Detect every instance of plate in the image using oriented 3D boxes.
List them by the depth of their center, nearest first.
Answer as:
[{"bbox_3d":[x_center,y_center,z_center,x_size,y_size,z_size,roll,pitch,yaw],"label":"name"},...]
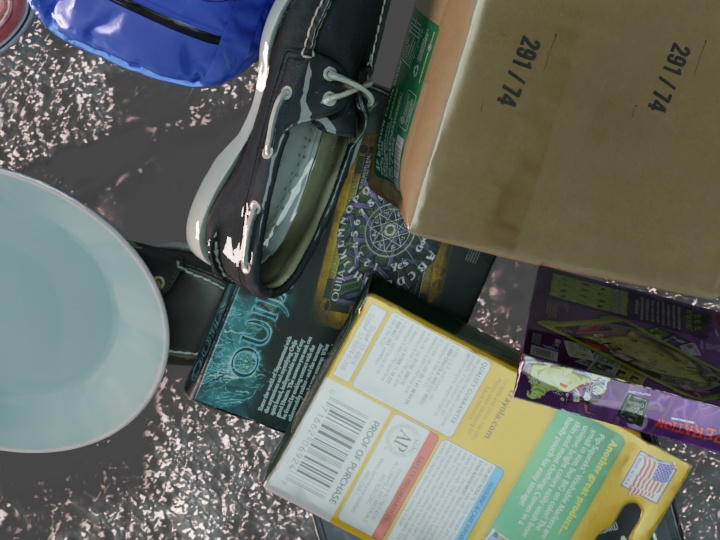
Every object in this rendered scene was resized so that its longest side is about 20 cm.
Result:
[{"bbox_3d":[-0.200,0.018,1.535,0.200,0.026,0.200,6,127,8],"label":"plate"}]

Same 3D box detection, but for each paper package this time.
[{"bbox_3d":[0.121,-0.106,1.464,0.190,0.103,0.200,13,102,-14],"label":"paper package"}]

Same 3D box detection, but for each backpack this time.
[{"bbox_3d":[-0.096,-0.201,1.469,0.162,0.168,0.200,27,110,5],"label":"backpack"}]

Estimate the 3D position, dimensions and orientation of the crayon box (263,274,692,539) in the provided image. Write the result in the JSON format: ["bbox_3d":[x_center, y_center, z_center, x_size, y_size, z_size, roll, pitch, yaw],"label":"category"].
[{"bbox_3d":[0.064,0.106,1.524,0.200,0.052,0.126,28,102,-4],"label":"crayon box"}]

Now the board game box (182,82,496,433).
[{"bbox_3d":[0.000,0.000,1.547,0.135,0.028,0.200,20,100,-16],"label":"board game box"}]

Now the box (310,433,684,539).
[{"bbox_3d":[0.089,0.178,1.589,0.200,0.044,0.161,-14,100,8],"label":"box"}]

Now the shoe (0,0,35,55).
[{"bbox_3d":[-0.279,-0.126,1.538,0.200,0.091,0.072,-14,100,8],"label":"shoe"}]

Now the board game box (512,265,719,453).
[{"bbox_3d":[0.145,0.045,1.476,0.120,0.200,0.032,11,104,4],"label":"board game box"}]

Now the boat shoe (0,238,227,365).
[{"bbox_3d":[-0.141,0.014,1.569,0.201,0.061,0.072,15,103,3],"label":"boat shoe"}]

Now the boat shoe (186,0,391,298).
[{"bbox_3d":[-0.023,-0.081,1.462,0.060,0.076,0.200,35,111,41],"label":"boat shoe"}]
